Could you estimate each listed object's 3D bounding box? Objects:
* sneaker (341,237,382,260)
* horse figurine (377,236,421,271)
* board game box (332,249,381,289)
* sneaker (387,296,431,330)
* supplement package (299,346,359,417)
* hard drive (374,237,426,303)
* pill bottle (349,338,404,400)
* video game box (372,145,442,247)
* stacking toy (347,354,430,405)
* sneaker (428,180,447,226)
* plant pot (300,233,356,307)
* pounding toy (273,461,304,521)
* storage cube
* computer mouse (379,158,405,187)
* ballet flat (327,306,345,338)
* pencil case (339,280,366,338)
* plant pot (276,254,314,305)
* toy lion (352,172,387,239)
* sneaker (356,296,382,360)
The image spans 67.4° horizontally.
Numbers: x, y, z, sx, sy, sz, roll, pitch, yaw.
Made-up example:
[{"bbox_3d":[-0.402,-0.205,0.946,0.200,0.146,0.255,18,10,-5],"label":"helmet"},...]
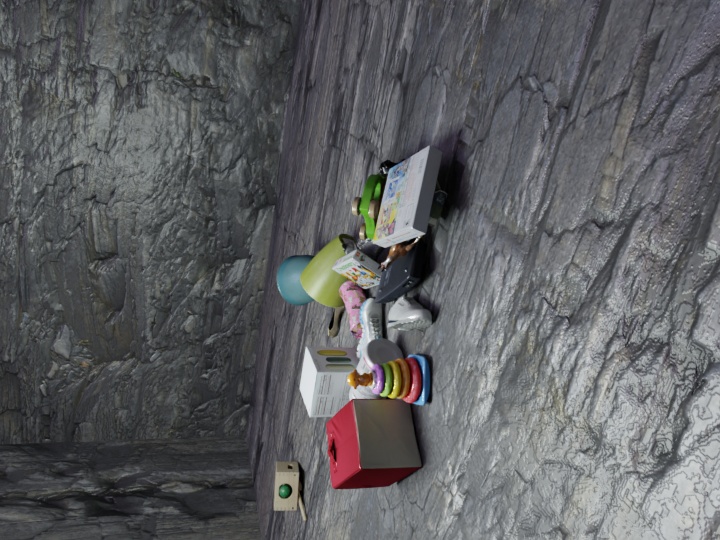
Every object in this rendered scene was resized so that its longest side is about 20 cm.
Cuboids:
[{"bbox_3d":[0.004,-0.083,1.638,0.076,0.113,0.202,-107,28,-44],"label":"sneaker"},{"bbox_3d":[0.106,-0.084,1.345,0.133,0.049,0.201,-49,16,29],"label":"horse figurine"},{"bbox_3d":[0.000,0.000,1.623,0.035,0.125,0.200,-61,13,-18],"label":"board game box"},{"bbox_3d":[0.119,0.104,1.352,0.199,0.075,0.083,161,121,-67],"label":"sneaker"},{"bbox_3d":[-0.067,0.334,1.638,0.152,0.195,0.154,-130,48,-62],"label":"supplement package"},{"bbox_3d":[0.104,0.004,1.391,0.200,0.042,0.137,-43,28,58],"label":"hard drive"},{"bbox_3d":[0.038,0.292,1.478,0.115,0.111,0.202,-106,28,-44],"label":"pill bottle"},{"bbox_3d":[0.107,-0.167,1.264,0.181,0.046,0.205,-13,60,60],"label":"video game box"},{"bbox_3d":[0.059,0.262,1.295,0.109,0.195,0.119,166,106,-69],"label":"stacking toy"},{"bbox_3d":[0.159,-0.190,1.311,0.091,0.066,0.201,-62,25,23],"label":"sneaker"},{"bbox_3d":[-0.078,-0.015,1.812,0.202,0.184,0.189,-56,33,28],"label":"plant pot"},{"bbox_3d":[-0.301,0.948,2.329,0.200,0.138,0.189,164,110,-80],"label":"pounding toy"},{"bbox_3d":[0.028,0.439,1.366,0.180,0.196,0.174,128,142,-47],"label":"storage cube"},{"bbox_3d":[0.098,-0.188,1.429,0.052,0.137,0.205,14,109,33],"label":"computer mouse"},{"bbox_3d":[-0.094,0.170,1.972,0.068,0.045,0.202,-105,27,-44],"label":"ballet flat"},{"bbox_3d":[-0.012,0.120,1.703,0.086,0.083,0.202,-31,42,13],"label":"pencil case"},{"bbox_3d":[-0.200,0.028,2.116,0.186,0.197,0.205,-12,75,53],"label":"plant pot"},{"bbox_3d":[0.045,-0.193,1.494,0.201,0.067,0.195,70,-146,-62],"label":"toy lion"},{"bbox_3d":[0.042,0.180,1.572,0.086,0.073,0.205,21,112,59],"label":"sneaker"}]
